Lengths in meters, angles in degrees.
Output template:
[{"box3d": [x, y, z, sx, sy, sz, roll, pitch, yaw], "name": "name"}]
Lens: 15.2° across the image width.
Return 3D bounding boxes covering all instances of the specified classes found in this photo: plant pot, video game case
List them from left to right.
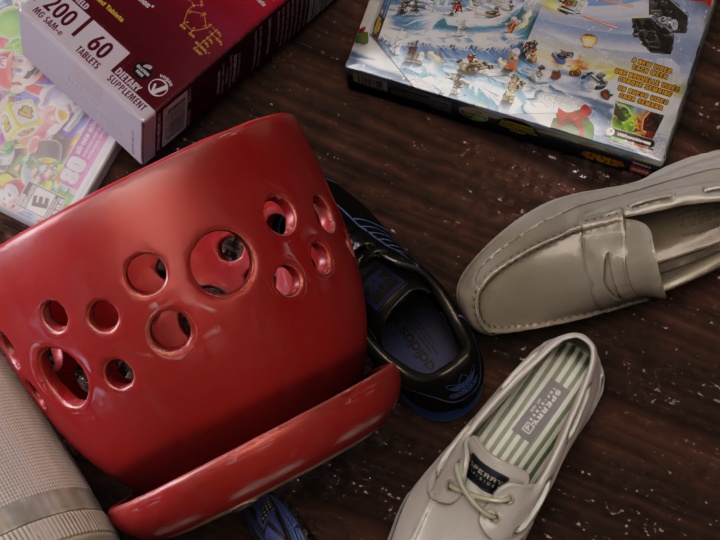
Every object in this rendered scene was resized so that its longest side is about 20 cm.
[{"box3d": [-0.232, -0.121, 1.645, 0.200, 0.018, 0.143, 26, 75, 10], "name": "video game case"}, {"box3d": [-0.086, 0.035, 1.477, 0.200, 0.200, 0.183, -28, 91, -7], "name": "plant pot"}]

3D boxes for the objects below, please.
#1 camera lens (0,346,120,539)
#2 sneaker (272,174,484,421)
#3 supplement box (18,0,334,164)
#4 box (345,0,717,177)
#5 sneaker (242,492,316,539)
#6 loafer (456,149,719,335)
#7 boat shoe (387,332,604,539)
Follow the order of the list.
[{"box3d": [-0.226, 0.143, 1.485, 0.160, 0.160, 0.200, -30, 73, -7], "name": "camera lens"}, {"box3d": [0.000, 0.000, 1.566, 0.070, 0.078, 0.200, -42, 76, -12], "name": "sneaker"}, {"box3d": [-0.095, -0.170, 1.620, 0.109, 0.061, 0.200, 42, 69, 14], "name": "supplement box"}, {"box3d": [0.106, -0.148, 1.630, 0.200, 0.040, 0.137, 18, 75, 8], "name": "box"}, {"box3d": [-0.044, 0.218, 1.502, 0.078, 0.075, 0.200, -12, 70, 2], "name": "sneaker"}, {"box3d": [0.152, -0.013, 1.562, 0.200, 0.070, 0.070, -25, 28, -5], "name": "loafer"}, {"box3d": [0.071, 0.116, 1.532, 0.073, 0.067, 0.200, 27, 75, 10], "name": "boat shoe"}]
